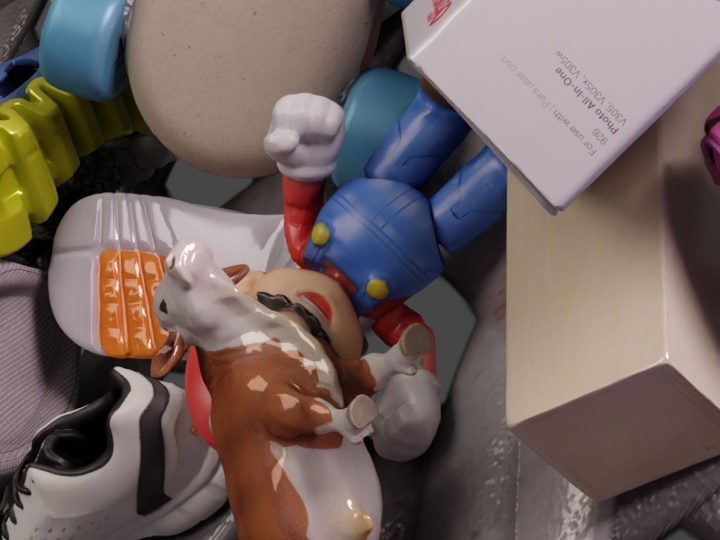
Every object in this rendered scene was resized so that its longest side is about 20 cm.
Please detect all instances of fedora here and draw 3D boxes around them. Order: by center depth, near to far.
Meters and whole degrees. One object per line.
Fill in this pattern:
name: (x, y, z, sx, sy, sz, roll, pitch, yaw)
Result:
fedora: (-0.197, 0.048, 1.432, 0.090, 0.178, 0.200, -16, 9, 26)

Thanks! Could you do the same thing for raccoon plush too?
raccoon plush: (-0.189, -0.077, 1.533, 0.097, 0.199, 0.135, 106, -178, -65)

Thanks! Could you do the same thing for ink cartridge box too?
ink cartridge box: (0.112, -0.127, 1.092, 0.200, 0.087, 0.145, -46, 7, 9)

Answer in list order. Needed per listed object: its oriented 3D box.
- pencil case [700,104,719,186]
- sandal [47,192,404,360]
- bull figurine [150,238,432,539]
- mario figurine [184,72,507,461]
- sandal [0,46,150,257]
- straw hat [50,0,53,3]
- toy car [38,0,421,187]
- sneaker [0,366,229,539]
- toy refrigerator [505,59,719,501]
pencil case: (0.208, -0.092, 1.087, 0.094, 0.091, 0.200, 40, 95, 14)
sandal: (-0.058, 0.011, 1.389, 0.206, 0.059, 0.080, 5, 82, 32)
bull figurine: (-0.020, 0.078, 1.188, 0.065, 0.201, 0.121, -22, 10, -37)
mario figurine: (0.000, 0.000, 1.262, 0.200, 0.106, 0.123, -50, 45, 1)
sandal: (-0.155, -0.089, 1.455, 0.087, 0.080, 0.200, 18, 45, 39)
straw hat: (-0.096, -0.212, 1.600, 0.200, 0.085, 0.202, -20, 59, 38)
toy car: (-0.024, -0.141, 1.416, 0.200, 0.183, 0.178, -31, -41, -70)
sneaker: (-0.142, 0.110, 1.388, 0.200, 0.080, 0.074, -41, 37, 27)
toy refrigerator: (0.107, -0.014, 1.174, 0.076, 0.070, 0.201, -25, 44, 29)
